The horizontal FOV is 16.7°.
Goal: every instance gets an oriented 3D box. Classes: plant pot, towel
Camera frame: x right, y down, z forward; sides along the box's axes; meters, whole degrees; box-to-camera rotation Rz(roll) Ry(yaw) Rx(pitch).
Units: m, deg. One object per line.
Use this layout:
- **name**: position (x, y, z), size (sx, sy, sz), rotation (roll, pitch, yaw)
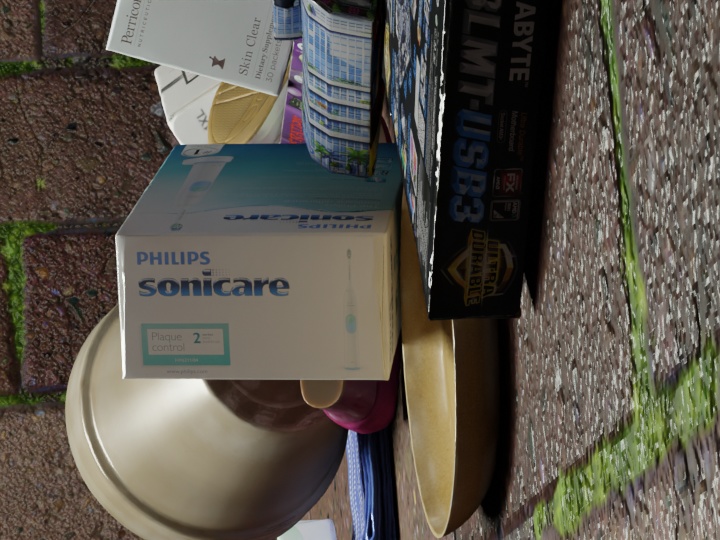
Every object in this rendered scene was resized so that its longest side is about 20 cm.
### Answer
- **plant pot**: position (-0.081, 0.076, 1.655), size (0.174, 0.199, 0.201), rotation (138, 131, -61)
- **plant pot**: position (0.045, 0.033, 1.239), size (0.200, 0.027, 0.201), rotation (178, 90, -84)
- **towel**: position (0.001, 0.142, 1.728), size (0.200, 0.024, 0.146), rotation (109, 158, -75)

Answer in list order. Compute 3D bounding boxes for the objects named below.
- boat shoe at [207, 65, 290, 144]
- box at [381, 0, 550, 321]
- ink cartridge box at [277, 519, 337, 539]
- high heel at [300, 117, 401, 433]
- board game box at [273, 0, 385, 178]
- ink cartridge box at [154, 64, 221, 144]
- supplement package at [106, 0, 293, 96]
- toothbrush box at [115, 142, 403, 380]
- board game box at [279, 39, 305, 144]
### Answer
- **boat shoe**: position (-0.041, -0.130, 1.648), size (0.069, 0.071, 0.200), rotation (53, -139, -29)
- **box**: position (0.042, -0.115, 1.091), size (0.199, 0.049, 0.201), rotation (-98, 8, -52)
- **ink cartridge box**: position (-0.019, 0.302, 1.776), size (0.200, 0.050, 0.162), rotation (-99, -1, -57)
- **high heel**: position (0.000, 0.000, 1.549), size (0.096, 0.067, 0.201), rotation (29, -112, -63)
- **board game box**: position (-0.011, -0.186, 1.272), size (0.200, 0.061, 0.201), rotation (89, -173, -60)
- **ink cartridge box**: position (-0.075, -0.092, 1.793), size (0.146, 0.084, 0.200), rotation (57, -179, -17)
- **supplement package**: position (-0.073, -0.232, 1.505), size (0.156, 0.110, 0.201), rotation (-81, 5, -71)
- **toothbrush box**: position (-0.047, -0.009, 1.372), size (0.200, 0.146, 0.086), rotation (-75, -16, -74)
- **board game box**: position (-0.014, -0.155, 1.504), size (0.200, 0.032, 0.120), rotation (104, -169, -70)
